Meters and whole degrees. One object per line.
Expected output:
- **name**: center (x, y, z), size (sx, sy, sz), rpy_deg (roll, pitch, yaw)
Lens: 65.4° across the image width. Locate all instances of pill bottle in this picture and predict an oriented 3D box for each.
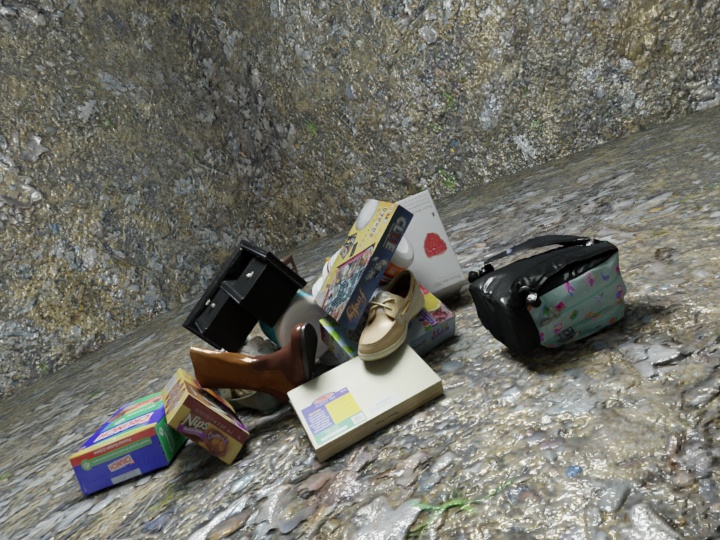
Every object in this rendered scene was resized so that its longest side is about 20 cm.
- **pill bottle**: center (0.000, 0.000, 1.061), size (0.200, 0.114, 0.113), rpy_deg (-43, -2, 29)
- **pill bottle**: center (-0.130, 0.093, 1.059), size (0.109, 0.114, 0.199), rpy_deg (-25, 17, -22)

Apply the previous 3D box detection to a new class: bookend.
- **bookend**: center (-0.213, 0.061, 1.002), size (0.203, 0.092, 0.198), rpy_deg (-56, 25, -7)

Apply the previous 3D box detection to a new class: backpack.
- **backpack**: center (0.270, 0.032, 0.788), size (0.195, 0.130, 0.167), rpy_deg (-22, 21, -7)

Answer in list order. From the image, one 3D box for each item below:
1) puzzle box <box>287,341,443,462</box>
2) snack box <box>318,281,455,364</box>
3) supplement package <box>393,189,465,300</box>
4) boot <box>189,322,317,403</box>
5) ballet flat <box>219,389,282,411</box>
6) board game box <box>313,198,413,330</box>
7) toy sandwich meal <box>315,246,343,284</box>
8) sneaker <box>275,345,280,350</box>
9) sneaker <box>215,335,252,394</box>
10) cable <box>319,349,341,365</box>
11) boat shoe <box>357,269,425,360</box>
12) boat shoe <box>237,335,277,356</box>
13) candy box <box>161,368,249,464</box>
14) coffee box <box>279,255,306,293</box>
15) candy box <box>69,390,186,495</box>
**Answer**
- **puzzle box**: center (0.003, 0.174, 0.796), size (0.196, 0.026, 0.133), rpy_deg (-25, 30, -14)
- **snack box**: center (0.047, 0.098, 0.960), size (0.196, 0.054, 0.142), rpy_deg (-27, 43, -24)
- **supplement package**: center (0.122, -0.036, 1.162), size (0.118, 0.205, 0.120), rpy_deg (-21, -15, -3)
- **boot**: center (-0.167, 0.135, 0.875), size (0.193, 0.191, 0.070), rpy_deg (11, 53, 2)
- **ballet flat**: center (-0.212, 0.220, 1.031), size (0.197, 0.065, 0.067), rpy_deg (-13, 18, 44)
- **board game box**: center (0.001, -0.016, 0.915), size (0.204, 0.034, 0.135), rpy_deg (-62, 23, 0)
- **toy sandwich meal**: center (-0.008, 0.032, 1.211), size (0.200, 0.206, 0.072), rpy_deg (-16, 44, 26)
- **sneaker**: center (-0.175, 0.189, 1.107), size (0.089, 0.068, 0.198), rpy_deg (-25, 12, -31)
- **sneaker**: center (-0.284, 0.191, 1.236), size (0.128, 0.081, 0.198), rpy_deg (-37, 15, -18)
- **cable**: center (0.002, 0.114, 1.102), size (0.197, 0.071, 0.198), rpy_deg (-11, 15, 47)
- **boat shoe**: center (0.042, 0.064, 0.876), size (0.072, 0.071, 0.200), rpy_deg (-8, 23, 28)
- **boat shoe**: center (-0.188, 0.152, 1.019), size (0.196, 0.068, 0.072), rpy_deg (-6, -17, 44)
- **candy box**: center (-0.255, 0.229, 0.903), size (0.057, 0.116, 0.199), rpy_deg (-54, 18, -13)
- **coffee box**: center (-0.162, 0.084, 1.232), size (0.078, 0.205, 0.115), rpy_deg (-19, 10, 11)
- **candy box**: center (-0.391, 0.292, 1.010), size (0.165, 0.079, 0.200), rpy_deg (-21, 11, 6)
